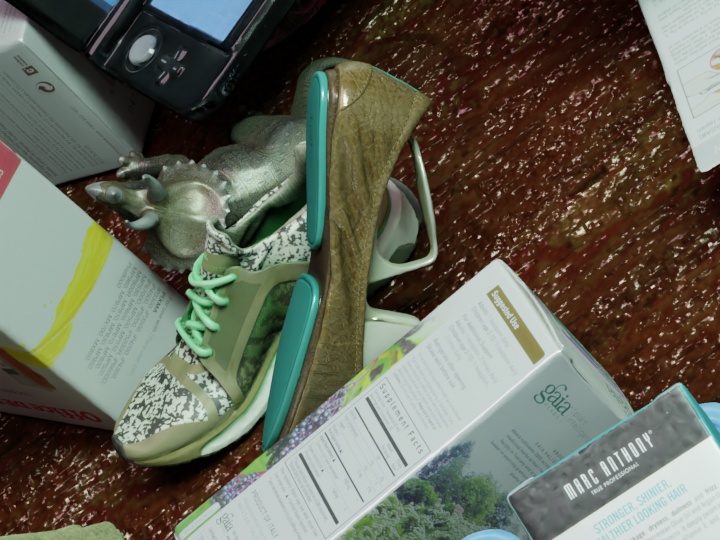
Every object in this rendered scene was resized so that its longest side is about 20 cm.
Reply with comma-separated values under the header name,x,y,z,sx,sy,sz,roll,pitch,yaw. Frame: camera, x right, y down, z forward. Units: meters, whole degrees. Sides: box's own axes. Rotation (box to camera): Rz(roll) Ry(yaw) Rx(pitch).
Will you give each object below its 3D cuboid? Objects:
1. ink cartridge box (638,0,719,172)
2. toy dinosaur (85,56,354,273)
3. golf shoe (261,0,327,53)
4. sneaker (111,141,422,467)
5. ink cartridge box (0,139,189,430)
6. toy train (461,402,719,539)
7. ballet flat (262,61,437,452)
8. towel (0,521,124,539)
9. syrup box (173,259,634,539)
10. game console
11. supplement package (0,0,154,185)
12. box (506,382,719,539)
name,x,y,z,sx,sy,sz,roll,pitch,yaw
ink cartridge box,0.214,-0.137,1.331,0.162,0.057,0.201,-31,44,17
toy dinosaur,-0.062,-0.049,1.483,0.199,0.077,0.102,-25,21,-30
golf shoe,-0.032,-0.188,1.595,0.200,0.073,0.092,-39,7,15
sneaker,-0.065,0.010,1.414,0.200,0.089,0.077,-48,38,-3
ink cartridge box,-0.204,-0.002,1.462,0.145,0.200,0.084,7,63,45
toy train,0.118,0.141,1.140,0.199,0.087,0.115,-31,49,13
ballet flat,0.000,0.000,1.363,0.068,0.072,0.201,-142,59,-78
towel,-0.153,0.186,1.315,0.148,0.037,0.200,-9,32,-25
syrup box,0.022,0.097,1.264,0.200,0.079,0.082,-41,38,5
game console,-0.102,-0.206,1.502,0.200,0.116,0.176,-55,37,-3
supplement package,-0.225,-0.120,1.654,0.199,0.117,0.117,-13,49,34
box,0.142,0.149,1.052,0.082,0.049,0.201,-33,70,7
